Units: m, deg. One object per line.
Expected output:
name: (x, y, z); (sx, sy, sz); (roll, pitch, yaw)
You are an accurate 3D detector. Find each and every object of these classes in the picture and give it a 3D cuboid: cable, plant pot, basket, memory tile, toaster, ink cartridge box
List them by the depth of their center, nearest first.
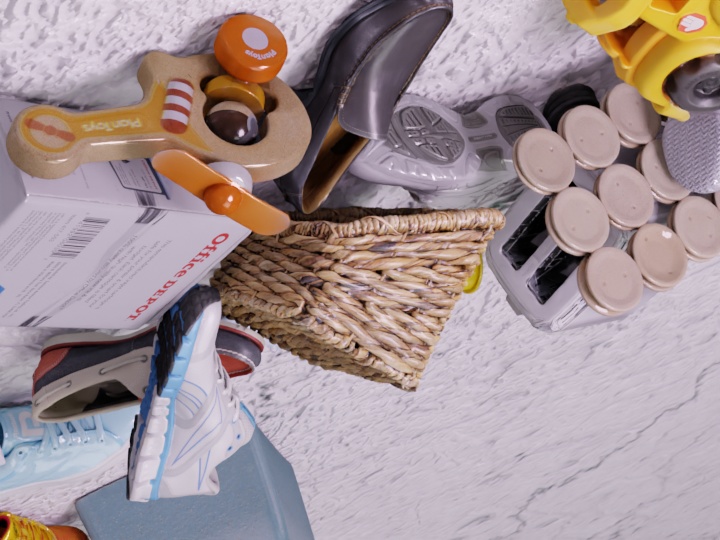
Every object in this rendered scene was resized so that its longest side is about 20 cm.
ink cartridge box: (-0.195, -0.031, 1.198); (0.200, 0.086, 0.146); (3, 145, -49)
basket: (-0.018, -0.013, 1.316); (0.143, 0.149, 0.200); (31, 171, -22)
memory tile: (0.210, -0.063, 1.333); (0.200, 0.153, 0.017); (-29, 176, -35)
toaster: (0.193, -0.034, 1.420); (0.129, 0.114, 0.200); (-15, 154, -45)
cable: (0.166, -0.095, 1.500); (0.097, 0.050, 0.200); (-14, 145, 9)
plant pot: (-0.138, 0.300, 1.796); (0.196, 0.200, 0.196); (-26, 157, 1)

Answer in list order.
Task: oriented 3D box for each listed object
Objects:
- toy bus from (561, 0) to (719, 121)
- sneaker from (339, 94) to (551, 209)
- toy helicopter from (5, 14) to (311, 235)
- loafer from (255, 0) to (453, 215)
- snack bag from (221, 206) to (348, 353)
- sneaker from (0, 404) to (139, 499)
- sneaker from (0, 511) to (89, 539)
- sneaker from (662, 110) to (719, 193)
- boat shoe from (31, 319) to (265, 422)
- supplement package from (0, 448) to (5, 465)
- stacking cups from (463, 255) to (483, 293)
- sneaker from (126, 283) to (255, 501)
toy bus: (0.195, -0.205, 1.183); (0.192, 0.136, 0.200); (6, 147, -28)
sneaker: (0.055, -0.078, 1.360); (0.200, 0.078, 0.099); (-2, 151, -40)
toy helicopter: (-0.120, -0.080, 1.113); (0.200, 0.132, 0.079); (-10, 152, -30)
loafer: (0.004, -0.118, 1.228); (0.073, 0.072, 0.200); (-1, 146, -41)
snack bag: (-0.012, 0.013, 1.548); (0.200, 0.021, 0.189); (9, 138, -48)
sneaker: (-0.268, 0.142, 1.501); (0.200, 0.074, 0.082); (-24, 159, -6)
sneaker: (-0.329, 0.267, 1.706); (0.200, 0.073, 0.077); (3, 134, -51)
sneaker: (0.291, -0.157, 1.335); (0.114, 0.075, 0.200); (-3, 107, -42)
boat shoe: (-0.167, 0.080, 1.392); (0.200, 0.063, 0.071); (-7, 143, 22)
supplement package: (-0.336, 0.078, 1.257); (0.114, 0.110, 0.200); (-22, 156, -6)
stacking cups: (0.000, 0.000, 1.457); (0.200, 0.061, 0.061); (-6, 151, -25)
sneaker: (-0.117, 0.092, 1.328); (0.087, 0.075, 0.200); (7, 128, -14)
